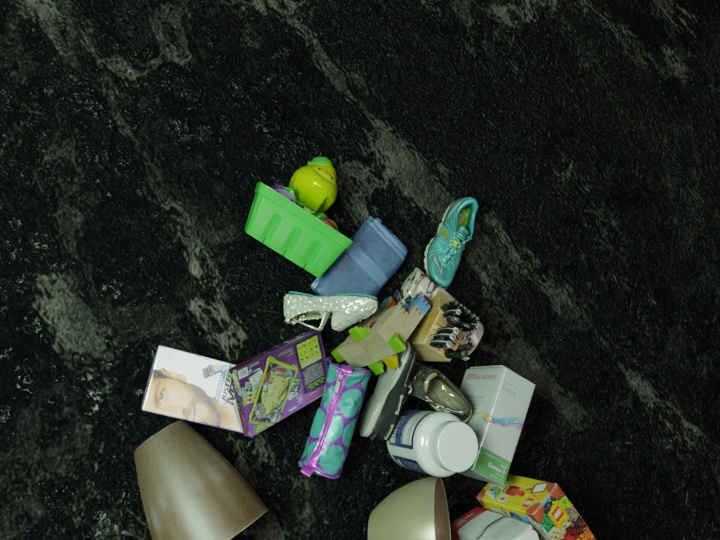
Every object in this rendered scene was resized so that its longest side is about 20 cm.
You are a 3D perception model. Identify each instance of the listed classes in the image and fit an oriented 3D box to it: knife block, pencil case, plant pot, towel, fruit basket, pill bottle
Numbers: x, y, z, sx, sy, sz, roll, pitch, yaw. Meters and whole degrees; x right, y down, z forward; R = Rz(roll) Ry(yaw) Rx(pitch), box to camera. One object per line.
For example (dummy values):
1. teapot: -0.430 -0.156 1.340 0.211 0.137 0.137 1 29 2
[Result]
1. knife block: 0.136 0.129 1.232 0.063 0.201 0.177 33 30 -10
2. pencil case: -0.047 0.266 1.224 0.083 0.092 0.205 15 86 23
3. plant pot: 0.086 0.479 1.223 0.131 0.200 0.207 -7 82 14
4. pencil case: 0.159 0.090 1.356 0.199 0.078 0.090 39 82 -11
5. plant pot: -0.277 0.355 1.103 0.184 0.187 0.202 -30 78 -22
6. towel: 0.000 0.000 1.325 0.112 0.048 0.201 44 68 -9
7. fruit basket: -0.099 -0.119 1.263 0.209 0.155 0.223 -1 97 -12
8. pill bottle: 0.132 0.314 1.243 0.108 0.199 0.115 3 80 -20

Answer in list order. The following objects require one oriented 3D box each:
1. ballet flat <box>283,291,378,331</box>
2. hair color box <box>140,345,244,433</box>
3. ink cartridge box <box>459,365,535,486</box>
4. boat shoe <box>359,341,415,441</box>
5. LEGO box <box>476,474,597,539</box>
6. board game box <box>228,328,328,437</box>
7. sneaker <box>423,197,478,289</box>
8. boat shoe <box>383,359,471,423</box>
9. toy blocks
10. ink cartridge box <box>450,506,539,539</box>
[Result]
1. ballet flat: -0.055 0.078 1.232 0.071 0.195 0.074 -4 95 -61
2. hair color box: -0.268 0.209 1.178 0.195 0.065 0.112 16 76 -17
3. ink cartridge box: 0.240 0.295 1.318 0.086 0.145 0.204 26 72 -16
4. boat shoe: 0.062 0.228 1.269 0.059 0.074 0.204 20 101 -17
5. LEGO box: 0.334 0.476 1.296 0.077 0.199 0.150 -39 95 -22
6. board game box: -0.136 0.193 1.201 0.198 0.032 0.123 -22 101 -44
7. sneaker: 0.187 -0.061 1.391 0.076 0.079 0.205 24 74 -16
8. boat shoe: 0.129 0.213 1.295 0.197 0.065 0.074 31 65 15
9. toy blocks: 0.045 0.105 1.263 0.100 0.199 0.137 48 54 -9
10. ink cartridge box: 0.259 0.538 1.256 0.081 0.199 0.150 -21 88 -21
